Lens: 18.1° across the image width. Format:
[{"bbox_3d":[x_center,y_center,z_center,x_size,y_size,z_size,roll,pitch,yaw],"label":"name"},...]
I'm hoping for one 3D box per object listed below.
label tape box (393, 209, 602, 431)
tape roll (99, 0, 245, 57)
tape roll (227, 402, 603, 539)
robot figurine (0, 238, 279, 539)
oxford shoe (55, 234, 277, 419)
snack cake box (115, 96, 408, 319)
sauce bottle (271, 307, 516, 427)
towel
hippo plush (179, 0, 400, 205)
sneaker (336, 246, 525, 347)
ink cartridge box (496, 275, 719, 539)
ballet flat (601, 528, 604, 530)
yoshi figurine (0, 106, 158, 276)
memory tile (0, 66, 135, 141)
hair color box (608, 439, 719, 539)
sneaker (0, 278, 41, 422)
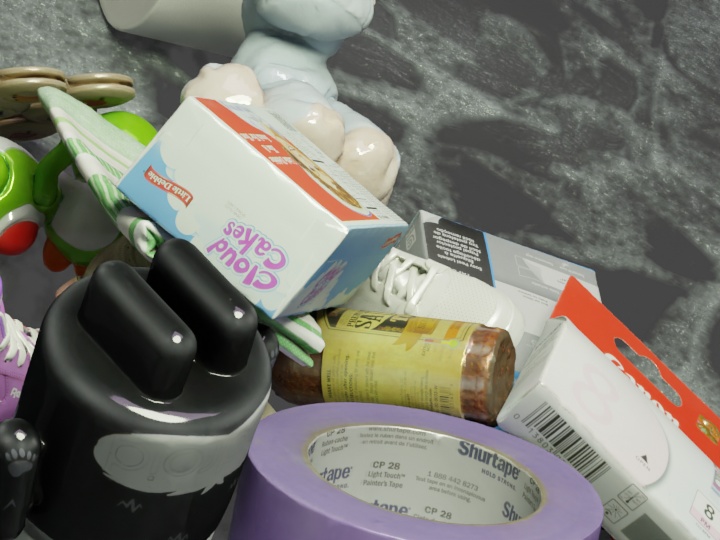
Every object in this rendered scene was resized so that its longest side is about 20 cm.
[{"bbox_3d":[0.096,0.064,1.487,0.143,0.066,0.200,19,35,-21],"label":"label tape box"},{"bbox_3d":[-0.098,-0.264,1.703,0.139,0.203,0.203,11,34,-27],"label":"tape roll"},{"bbox_3d":[0.028,0.148,1.241,0.199,0.085,0.200,10,16,-3],"label":"tape roll"},{"bbox_3d":[-0.119,0.078,1.173,0.150,0.200,0.125,10,41,-13],"label":"robot figurine"},{"bbox_3d":[-0.082,0.058,1.312,0.200,0.074,0.071,43,5,-23],"label":"oxford shoe"},{"bbox_3d":[-0.050,-0.036,1.282,0.115,0.067,0.200,42,8,7],"label":"snack cake box"},{"bbox_3d":[-0.008,0.054,1.367,0.199,0.066,0.066,6,26,17],"label":"sauce bottle"},{"bbox_3d":[-0.105,-0.030,1.314,0.152,0.023,0.200,35,11,-33],"label":"towel"},{"bbox_3d":[-0.031,-0.131,1.507,0.159,0.161,0.200,23,-12,-7],"label":"hippo plush"},{"bbox_3d":[0.000,0.000,1.409,0.200,0.116,0.074,12,58,36],"label":"sneaker"},{"bbox_3d":[0.175,0.088,1.393,0.163,0.057,0.200,44,36,-6],"label":"ink cartridge box"},{"bbox_3d":[0.088,0.135,1.386,0.199,0.073,0.073,6,37,-28],"label":"ballet flat"},{"bbox_3d":[-0.204,-0.068,1.420,0.199,0.112,0.112,15,26,-28],"label":"yoshi figurine"},{"bbox_3d":[-0.254,-0.106,1.421,0.199,0.153,0.017,2,80,-37],"label":"memory tile"},{"bbox_3d":[0.258,0.166,1.487,0.199,0.064,0.111,15,34,-20],"label":"hair color box"},{"bbox_3d":[-0.194,0.046,1.248,0.073,0.114,0.200,41,31,23],"label":"sneaker"}]
